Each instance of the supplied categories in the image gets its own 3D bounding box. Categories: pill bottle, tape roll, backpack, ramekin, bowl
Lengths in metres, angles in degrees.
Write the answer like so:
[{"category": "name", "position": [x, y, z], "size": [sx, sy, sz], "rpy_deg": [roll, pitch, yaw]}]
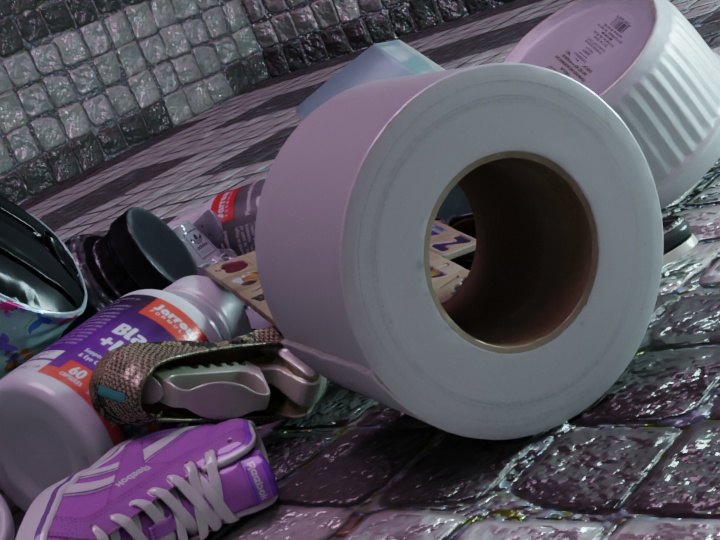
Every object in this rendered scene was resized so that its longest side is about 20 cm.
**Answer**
[{"category": "pill bottle", "position": [-0.231, 0.042, 1.011], "size": [0.200, 0.112, 0.112], "rpy_deg": [-39, 10, 15]}, {"category": "tape roll", "position": [0.054, -0.014, 0.716], "size": [0.202, 0.204, 0.139], "rpy_deg": [-27, 15, -20]}, {"category": "pill bottle", "position": [-0.078, -0.029, 1.146], "size": [0.199, 0.114, 0.114], "rpy_deg": [-17, 15, 19]}, {"category": "pill bottle", "position": [-0.162, 0.081, 0.871], "size": [0.111, 0.112, 0.200], "rpy_deg": [-12, 17, 34]}, {"category": "backpack", "position": [-0.299, 0.004, 0.872], "size": [0.151, 0.199, 0.178], "rpy_deg": [-57, 34, 15]}, {"category": "ramekin", "position": [0.193, -0.136, 1.004], "size": [0.200, 0.105, 0.201], "rpy_deg": [-30, 31, 21]}, {"category": "bowl", "position": [0.052, -0.132, 1.111], "size": [0.105, 0.200, 0.201], "rpy_deg": [-57, 10, 10]}]

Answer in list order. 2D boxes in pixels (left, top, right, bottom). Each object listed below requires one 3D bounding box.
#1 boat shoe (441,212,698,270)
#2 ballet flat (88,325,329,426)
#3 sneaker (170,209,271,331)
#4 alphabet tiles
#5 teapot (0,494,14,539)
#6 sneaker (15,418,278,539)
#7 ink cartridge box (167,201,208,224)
[{"category": "boat shoe", "position": [0.142, -0.020, 0.883], "size": [0.199, 0.068, 0.072], "rpy_deg": [-6, 19, 44]}, {"category": "ballet flat", "position": [-0.075, 0.074, 0.800], "size": [0.199, 0.068, 0.075], "rpy_deg": [-2, 10, -41]}, {"category": "sneaker", "position": [-0.111, 0.007, 1.051], "size": [0.199, 0.116, 0.075], "rpy_deg": [-12, 13, 36]}, {"category": "alphabet tiles", "position": [0.000, 0.000, 0.879], "size": [0.166, 0.008, 0.200], "rpy_deg": [-20, 24, -21]}, {"category": "teapot", "position": [-0.353, 0.160, 0.801], "size": [0.200, 0.197, 0.147], "rpy_deg": [-35, 37, 35]}, {"category": "sneaker", "position": [-0.110, 0.133, 0.691], "size": [0.114, 0.073, 0.201], "rpy_deg": [-14, 16, 18]}, {"category": "ink cartridge box", "position": [-0.175, -0.022, 1.362], "size": [0.115, 0.068, 0.200], "rpy_deg": [-16, 16, 23]}]
